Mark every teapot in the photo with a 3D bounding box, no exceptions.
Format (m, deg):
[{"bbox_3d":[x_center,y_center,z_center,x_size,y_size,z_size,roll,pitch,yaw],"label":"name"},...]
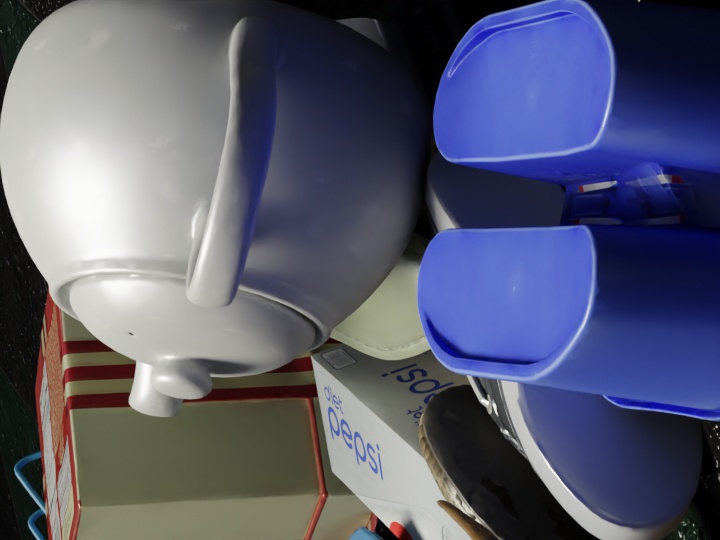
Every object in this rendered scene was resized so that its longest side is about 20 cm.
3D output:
[{"bbox_3d":[-0.064,-0.020,0.990,0.197,0.200,0.147,-5,68,34],"label":"teapot"}]

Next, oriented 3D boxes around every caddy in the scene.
[{"bbox_3d":[0.097,-0.022,0.827,0.200,0.104,0.142,-177,92,-71],"label":"caddy"}]

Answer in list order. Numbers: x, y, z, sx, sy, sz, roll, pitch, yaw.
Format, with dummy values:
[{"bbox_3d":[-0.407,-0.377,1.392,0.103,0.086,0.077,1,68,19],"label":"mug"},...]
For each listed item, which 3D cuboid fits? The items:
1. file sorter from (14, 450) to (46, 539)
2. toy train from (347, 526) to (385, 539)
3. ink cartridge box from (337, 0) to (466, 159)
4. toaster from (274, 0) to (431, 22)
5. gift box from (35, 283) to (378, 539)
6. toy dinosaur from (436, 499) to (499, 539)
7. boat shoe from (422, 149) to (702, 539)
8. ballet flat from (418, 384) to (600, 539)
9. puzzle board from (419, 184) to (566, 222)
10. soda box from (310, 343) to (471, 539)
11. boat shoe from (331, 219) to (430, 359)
[{"bbox_3d":[-0.179,0.234,1.838,0.139,0.122,0.201,-144,40,-62],"label":"file sorter"},{"bbox_3d":[0.041,0.193,1.119,0.114,0.087,0.200,41,180,27],"label":"toy train"},{"bbox_3d":[-0.013,-0.134,1.132,0.174,0.043,0.201,138,112,-71],"label":"ink cartridge box"},{"bbox_3d":[-0.008,-0.186,0.956,0.130,0.113,0.200,70,158,12],"label":"toaster"},{"bbox_3d":[-0.077,0.107,1.309,0.185,0.186,0.201,112,151,-61],"label":"gift box"},{"bbox_3d":[0.125,0.148,0.892,0.199,0.060,0.107,4,93,34],"label":"toy dinosaur"},{"bbox_3d":[0.074,0.037,0.946,0.068,0.071,0.200,98,151,-48],"label":"boat shoe"},{"bbox_3d":[0.097,0.125,0.958,0.200,0.067,0.046,42,145,14],"label":"ballet flat"},{"bbox_3d":[0.084,0.026,1.046,0.200,0.017,0.151,157,96,-71],"label":"puzzle board"},{"bbox_3d":[0.045,0.092,1.089,0.200,0.063,0.069,-142,38,-60],"label":"soda box"},{"bbox_3d":[0.000,0.000,1.132,0.201,0.060,0.072,-3,109,54],"label":"boat shoe"}]
